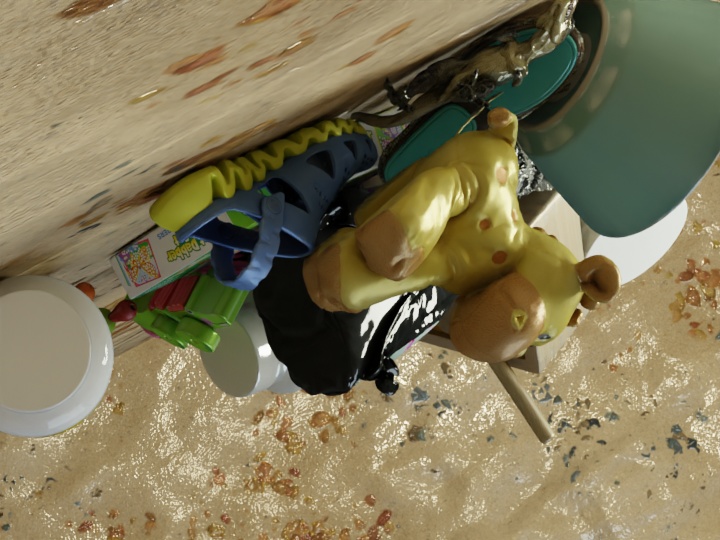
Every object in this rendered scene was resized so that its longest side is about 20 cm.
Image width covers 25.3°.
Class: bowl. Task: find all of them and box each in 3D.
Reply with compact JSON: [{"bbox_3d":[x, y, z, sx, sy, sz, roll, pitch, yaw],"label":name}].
[{"bbox_3d":[0.191,-0.138,1.229,0.201,0.105,0.201,-48,-153,35],"label":"bowl"}]

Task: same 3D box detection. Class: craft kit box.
[{"bbox_3d":[-0.077,-0.057,1.328,0.200,0.049,0.197,-27,176,-46],"label":"craft kit box"}]

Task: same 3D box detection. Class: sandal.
[{"bbox_3d":[-0.058,-0.046,1.134,0.200,0.087,0.079,-29,179,-41],"label":"sandal"}]

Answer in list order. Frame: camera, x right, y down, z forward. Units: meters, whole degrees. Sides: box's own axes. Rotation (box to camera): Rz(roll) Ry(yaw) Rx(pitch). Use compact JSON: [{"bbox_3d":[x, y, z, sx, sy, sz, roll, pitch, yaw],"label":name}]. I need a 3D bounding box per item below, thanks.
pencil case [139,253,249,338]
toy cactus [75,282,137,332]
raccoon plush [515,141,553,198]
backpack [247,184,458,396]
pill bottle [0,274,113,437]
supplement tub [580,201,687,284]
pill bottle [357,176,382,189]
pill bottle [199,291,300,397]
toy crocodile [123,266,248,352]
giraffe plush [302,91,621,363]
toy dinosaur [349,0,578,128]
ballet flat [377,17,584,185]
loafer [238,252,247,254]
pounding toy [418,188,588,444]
[{"bbox_3d":[-0.125,0.018,1.579,0.199,0.091,0.094,-6,166,-45],"label":"pencil case"},{"bbox_3d":[-0.302,0.083,1.408,0.165,0.103,0.200,-15,-162,42],"label":"toy cactus"},{"bbox_3d":[0.141,-0.089,1.338,0.133,0.097,0.200,-17,-163,-8],"label":"raccoon plush"},{"bbox_3d":[0.000,0.000,1.326,0.126,0.168,0.200,-4,-163,35],"label":"backpack"},{"bbox_3d":[-0.232,0.062,1.138,0.112,0.112,0.200,-27,179,-11],"label":"pill bottle"},{"bbox_3d":[0.208,-0.093,1.558,0.145,0.200,0.145,-25,145,-19],"label":"supplement tub"},{"bbox_3d":[0.039,-0.072,1.682,0.111,0.111,0.200,-27,179,-16],"label":"pill bottle"},{"bbox_3d":[-0.053,0.051,1.513,0.200,0.111,0.111,-22,176,-44],"label":"pill bottle"},{"bbox_3d":[-0.152,0.028,1.410,0.068,0.062,0.200,-62,-159,-13],"label":"toy crocodile"},{"bbox_3d":[0.083,-0.004,1.129,0.200,0.162,0.173,-42,-173,-14],"label":"giraffe plush"},{"bbox_3d":[0.065,-0.132,1.133,0.199,0.048,0.088,-22,-174,25],"label":"toy dinosaur"},{"bbox_3d":[0.090,-0.133,1.218,0.200,0.068,0.075,-41,-168,29],"label":"ballet flat"},{"bbox_3d":[-0.112,-0.015,1.695,0.200,0.071,0.068,-27,-178,-30],"label":"loafer"},{"bbox_3d":[0.117,0.021,1.469,0.183,0.201,0.142,14,-137,33],"label":"pounding toy"}]
